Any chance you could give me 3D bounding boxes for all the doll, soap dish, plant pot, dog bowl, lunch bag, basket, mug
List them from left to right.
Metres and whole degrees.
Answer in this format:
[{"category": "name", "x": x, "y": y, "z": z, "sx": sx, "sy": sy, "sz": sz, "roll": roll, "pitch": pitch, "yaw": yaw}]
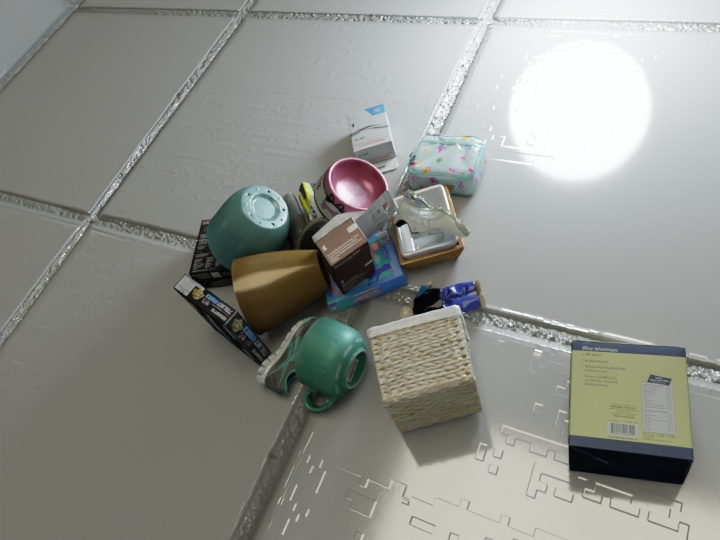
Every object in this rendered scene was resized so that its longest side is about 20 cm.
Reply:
[{"category": "plant pot", "x": -0.268, "y": -0.115, "z": 1.565, "sx": 0.197, "sy": 0.161, "sz": 0.204, "roll": 16, "pitch": 54, "yaw": -24}, {"category": "plant pot", "x": -0.177, "y": 0.029, "z": 1.473, "sx": 0.196, "sy": 0.187, "sz": 0.189, "roll": -20, "pitch": 52, "yaw": 8}, {"category": "mug", "x": -0.053, "y": 0.206, "z": 1.352, "sx": 0.113, "sy": 0.188, "sz": 0.152, "roll": 19, "pitch": 39, "yaw": 26}, {"category": "dog bowl", "x": -0.015, "y": -0.198, "z": 1.578, "sx": 0.196, "sy": 0.074, "sz": 0.204, "roll": 11, "pitch": 56, "yaw": -16}, {"category": "soap dish", "x": 0.159, "y": -0.102, "z": 1.521, "sx": 0.154, "sy": 0.082, "sz": 0.203, "roll": -15, "pitch": 52, "yaw": 8}, {"category": "basket", "x": 0.135, "y": 0.201, "z": 1.247, "sx": 0.196, "sy": 0.199, "sz": 0.163, "roll": -17, "pitch": 56, "yaw": 6}, {"category": "doll", "x": 0.180, "y": 0.079, "z": 1.407, "sx": 0.196, "sy": 0.049, "sz": 0.139, "roll": -15, "pitch": 52, "yaw": 9}, {"category": "lunch bag", "x": 0.223, "y": -0.283, "z": 1.626, "sx": 0.196, "sy": 0.078, "sz": 0.163, "roll": 11, "pitch": 61, "yaw": 25}]

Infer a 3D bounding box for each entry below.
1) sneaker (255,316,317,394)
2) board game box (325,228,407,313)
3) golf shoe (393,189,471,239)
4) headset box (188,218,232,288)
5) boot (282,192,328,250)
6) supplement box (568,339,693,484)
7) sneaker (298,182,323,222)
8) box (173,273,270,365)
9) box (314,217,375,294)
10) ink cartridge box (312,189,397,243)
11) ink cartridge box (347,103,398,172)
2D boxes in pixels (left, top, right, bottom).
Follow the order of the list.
[{"category": "sneaker", "x": -0.147, "y": 0.200, "z": 1.435, "sx": 0.090, "sy": 0.078, "sz": 0.201, "roll": 34, "pitch": 75, "yaw": 18}, {"category": "board game box", "x": 0.000, "y": 0.000, "z": 1.527, "sx": 0.196, "sy": 0.045, "sz": 0.154, "roll": -21, "pitch": 53, "yaw": 4}, {"category": "golf shoe", "x": 0.161, "y": -0.103, "z": 1.437, "sx": 0.199, "sy": 0.078, "sz": 0.098, "roll": 31, "pitch": 88, "yaw": 39}, {"category": "headset box", "x": -0.363, "y": -0.062, "z": 1.678, "sx": 0.145, "sy": 0.075, "sz": 0.203, "roll": -7, "pitch": 54, "yaw": 14}, {"category": "boot", "x": -0.154, "y": -0.129, "z": 1.617, "sx": 0.183, "sy": 0.071, "sz": 0.203, "roll": -51, "pitch": 39, "yaw": 35}, {"category": "supplement box", "x": 0.478, "y": 0.252, "z": 1.126, "sx": 0.196, "sy": 0.135, "sz": 0.203, "roll": 2, "pitch": 57, "yaw": 20}, {"category": "sneaker", "x": -0.098, "y": -0.159, "z": 1.654, "sx": 0.083, "sy": 0.075, "sz": 0.203, "roll": -11, "pitch": 63, "yaw": -24}, {"category": "box", "x": -0.321, "y": 0.116, "z": 1.461, "sx": 0.197, "sy": 0.201, "sz": 0.050, "roll": 32, "pitch": 71, "yaw": 33}, {"category": "box", "x": -0.029, "y": -0.029, "z": 1.399, "sx": 0.099, "sy": 0.201, "sz": 0.075, "roll": -34, "pitch": 69, "yaw": -5}, {"category": "ink cartridge box", "x": -0.009, "y": -0.110, "z": 1.454, "sx": 0.200, "sy": 0.160, "sz": 0.047, "roll": -43, "pitch": 73, "yaw": 2}, {"category": "ink cartridge box", "x": 0.035, "y": -0.366, "z": 1.757, "sx": 0.113, "sy": 0.067, "sz": 0.203, "roll": -15, "pitch": 53, "yaw": 8}]
